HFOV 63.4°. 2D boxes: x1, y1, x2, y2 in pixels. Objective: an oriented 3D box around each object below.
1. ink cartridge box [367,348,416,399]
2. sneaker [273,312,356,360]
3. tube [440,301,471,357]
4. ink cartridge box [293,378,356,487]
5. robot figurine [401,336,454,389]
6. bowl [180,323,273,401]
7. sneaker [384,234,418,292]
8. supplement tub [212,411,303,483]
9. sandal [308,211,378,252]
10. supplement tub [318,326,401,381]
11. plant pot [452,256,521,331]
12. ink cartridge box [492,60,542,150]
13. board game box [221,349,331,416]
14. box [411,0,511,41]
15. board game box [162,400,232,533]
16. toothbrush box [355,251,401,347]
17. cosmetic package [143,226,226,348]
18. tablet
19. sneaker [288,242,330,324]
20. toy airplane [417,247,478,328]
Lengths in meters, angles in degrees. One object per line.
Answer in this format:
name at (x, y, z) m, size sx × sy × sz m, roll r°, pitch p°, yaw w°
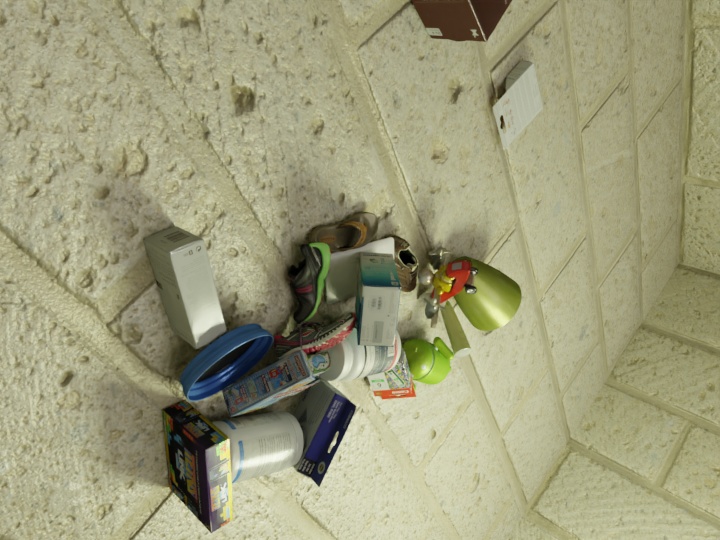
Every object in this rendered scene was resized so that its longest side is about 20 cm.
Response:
ink cartridge box at (0.084, 0.301, 1.589) m, size 0.051 × 0.108 × 0.201 m, roll -80°, pitch 158°, yaw -51°
sneaker at (-0.101, 0.141, 1.284) m, size 0.199 × 0.075 × 0.081 m, roll -26°, pitch 165°, yaw 3°
tube at (0.265, 0.151, 1.685) m, size 0.052 × 0.201 × 0.058 m, roll -7°, pitch 144°, yaw -13°
ink cartridge box at (-0.105, 0.363, 1.353) m, size 0.040 × 0.200 × 0.201 m, roll 28°, pitch 85°, yaw -28°
robot figurine at (0.181, 0.262, 1.672) m, size 0.175 × 0.116 × 0.200 m, roll -41°, pitch 143°, yaw 18°
bowl at (-0.264, 0.178, 1.147) m, size 0.200 × 0.039 × 0.201 m, roll -37°, pitch 165°, yaw -12°
sneaker at (0.117, -0.006, 1.516) m, size 0.071 × 0.075 × 0.200 m, roll -48°, pitch 135°, yaw -20°
supplement tub at (-0.238, 0.383, 1.269) m, size 0.199 × 0.132 × 0.133 m, roll 6°, pitch 103°, yaw -47°
sandal at (-0.028, -0.083, 1.332) m, size 0.199 × 0.054 × 0.081 m, roll -18°, pitch 103°, yaw -39°
supplement tub at (-0.010, 0.191, 1.419) m, size 0.199 × 0.140 × 0.141 m, roll -3°, pitch 109°, yaw -46°
plant pot at (0.345, 0.050, 1.730) m, size 0.200 × 0.187 × 0.188 m, roll 39°, pitch 78°, yaw -33°
ink cartridge box at (0.441, -0.477, 1.683) m, size 0.200 × 0.057 × 0.163 m, roll -44°, pitch 135°, yaw -13°
board game box at (-0.151, 0.228, 1.234) m, size 0.199 × 0.199 × 0.062 m, roll 0°, pitch 63°, yaw -56°
box at (0.235, -0.644, 1.289) m, size 0.201 × 0.165 × 0.164 m, roll -58°, pitch 139°, yaw -11°
board game box at (-0.323, 0.385, 1.153) m, size 0.056 × 0.165 × 0.201 m, roll -17°, pitch 119°, yaw -41°
toothbrush box at (0.035, 0.060, 1.322) m, size 0.085 × 0.200 × 0.147 m, roll 4°, pitch 113°, yaw -3°
cosmetic package at (-0.315, 0.031, 1.054) m, size 0.074 × 0.101 × 0.201 m, roll -28°, pitch 124°, yaw -36°
tablet at (0.000, 0.000, 1.414) m, size 0.199 × 0.014 × 0.131 m, roll -16°, pitch 119°, yaw -29°
sneaker at (-0.122, 0.026, 1.291) m, size 0.083 × 0.077 × 0.201 m, roll 11°, pitch 112°, yaw -10°
toy airplane at (0.211, 0.040, 1.589) m, size 0.140 × 0.200 × 0.200 m, roll 25°, pitch 99°, yaw -18°
